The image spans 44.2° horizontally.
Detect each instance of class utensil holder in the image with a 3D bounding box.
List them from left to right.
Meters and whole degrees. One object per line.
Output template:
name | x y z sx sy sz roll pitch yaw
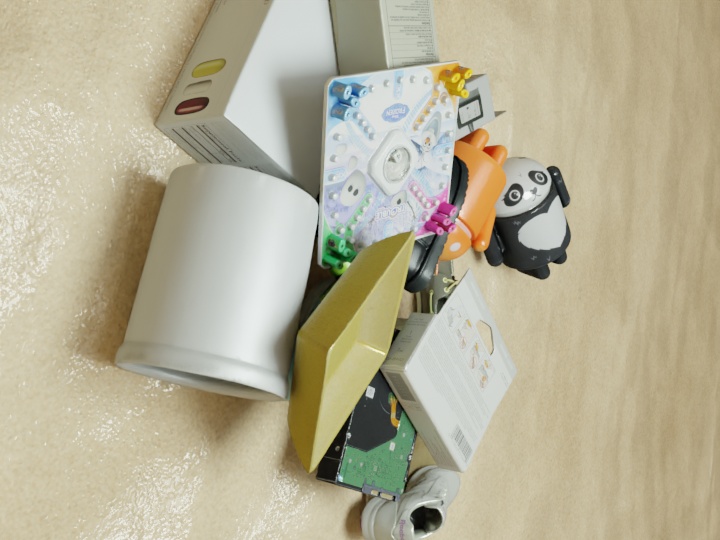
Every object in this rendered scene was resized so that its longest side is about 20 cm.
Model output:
utensil holder | -0.135 0.015 0.883 0.170 0.170 0.201 27 70 -48

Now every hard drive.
hard drive | 0.022 0.170 1.079 0.140 0.038 0.201 30 68 -47

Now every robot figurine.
robot figurine | 0.125 -0.097 1.212 0.200 0.116 0.144 -59 153 -11
robot figurine | 0.258 -0.082 1.387 0.200 0.124 0.150 63 30 -31

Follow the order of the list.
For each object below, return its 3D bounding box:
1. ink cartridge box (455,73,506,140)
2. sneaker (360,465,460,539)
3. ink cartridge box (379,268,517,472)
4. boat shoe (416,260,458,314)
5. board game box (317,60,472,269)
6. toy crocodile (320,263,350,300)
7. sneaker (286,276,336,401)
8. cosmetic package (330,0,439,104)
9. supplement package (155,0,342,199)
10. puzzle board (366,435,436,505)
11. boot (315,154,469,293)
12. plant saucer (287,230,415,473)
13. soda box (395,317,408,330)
ink cartridge box | 0.101 -0.216 1.201 0.200 0.116 0.068 -33 117 -46
sneaker | 0.091 0.323 1.195 0.200 0.099 0.075 -17 101 -51
ink cartridge box | 0.119 0.127 1.132 0.176 0.045 0.200 -54 131 -34
boat shoe | 0.115 0.040 1.270 0.072 0.060 0.202 7 86 -50
board game box | 0.040 -0.113 0.945 0.200 0.026 0.201 -19 122 -41
toy crocodile | 0.000 0.000 1.097 0.068 0.062 0.200 44 35 -8
sneaker | -0.040 0.084 1.065 0.200 0.082 0.074 -58 133 -36
cosmetic package | 0.026 -0.281 0.970 0.103 0.073 0.201 -16 104 -49
supplement package | -0.099 -0.200 0.964 0.156 0.111 0.200 41 61 -43
puzzle board | 0.071 0.267 1.261 0.200 0.017 0.151 -1 91 -51
boot | 0.035 -0.093 1.060 0.168 0.076 0.201 34 64 -27
plant saucer | -0.017 0.076 0.915 0.200 0.048 0.200 -54 162 -44
soda box | 0.029 0.140 1.166 0.200 0.063 0.068 -38 119 -43
